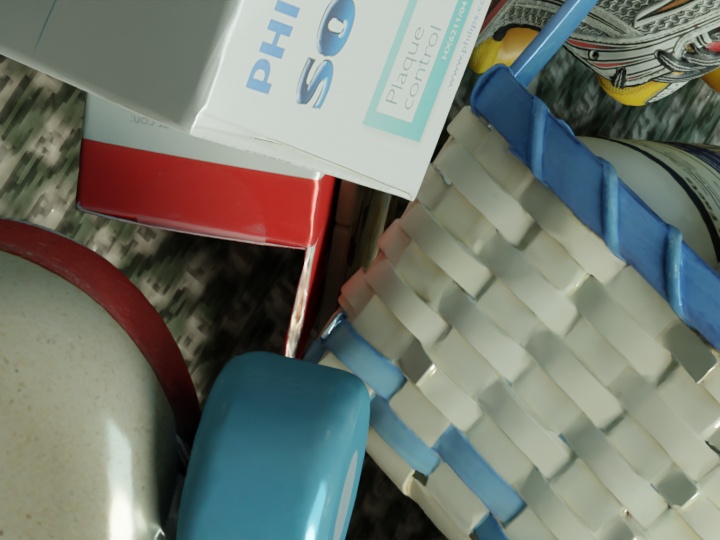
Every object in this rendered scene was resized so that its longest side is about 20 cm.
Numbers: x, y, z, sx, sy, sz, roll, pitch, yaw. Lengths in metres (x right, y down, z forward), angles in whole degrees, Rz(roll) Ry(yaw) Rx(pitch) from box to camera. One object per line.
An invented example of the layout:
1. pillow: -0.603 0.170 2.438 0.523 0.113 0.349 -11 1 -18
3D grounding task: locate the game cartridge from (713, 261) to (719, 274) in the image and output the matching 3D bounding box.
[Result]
1. game cartridge: 0.164 0.087 0.773 0.200 0.041 0.133 57 42 -6

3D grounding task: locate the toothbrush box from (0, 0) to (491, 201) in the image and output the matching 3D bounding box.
1. toothbrush box: -0.059 -0.119 0.501 0.085 0.200 0.147 13 99 -56

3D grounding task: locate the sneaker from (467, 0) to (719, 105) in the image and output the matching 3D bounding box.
1. sneaker: 0.111 -0.093 0.745 0.078 0.200 0.082 -9 101 -47

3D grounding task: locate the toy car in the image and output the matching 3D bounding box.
1. toy car: -0.089 0.056 0.643 0.200 0.184 0.177 -60 162 -71

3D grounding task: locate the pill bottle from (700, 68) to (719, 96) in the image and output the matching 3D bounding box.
1. pill bottle: 0.156 -0.122 0.883 0.111 0.111 0.200 -62 147 -5

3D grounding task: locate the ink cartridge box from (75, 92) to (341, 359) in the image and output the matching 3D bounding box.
1. ink cartridge box: -0.028 -0.085 0.645 0.116 0.067 0.201 -69 168 -67

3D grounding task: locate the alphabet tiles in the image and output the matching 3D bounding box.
1. alphabet tiles: 0.000 0.000 0.746 0.167 0.008 0.201 -73 173 -57

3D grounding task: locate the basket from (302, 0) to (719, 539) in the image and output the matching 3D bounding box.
1. basket: 0.095 0.000 0.641 0.200 0.176 0.139 -44 165 11

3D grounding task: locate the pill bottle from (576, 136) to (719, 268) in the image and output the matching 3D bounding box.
1. pill bottle: 0.087 0.008 0.851 0.200 0.111 0.111 -3 112 -61
